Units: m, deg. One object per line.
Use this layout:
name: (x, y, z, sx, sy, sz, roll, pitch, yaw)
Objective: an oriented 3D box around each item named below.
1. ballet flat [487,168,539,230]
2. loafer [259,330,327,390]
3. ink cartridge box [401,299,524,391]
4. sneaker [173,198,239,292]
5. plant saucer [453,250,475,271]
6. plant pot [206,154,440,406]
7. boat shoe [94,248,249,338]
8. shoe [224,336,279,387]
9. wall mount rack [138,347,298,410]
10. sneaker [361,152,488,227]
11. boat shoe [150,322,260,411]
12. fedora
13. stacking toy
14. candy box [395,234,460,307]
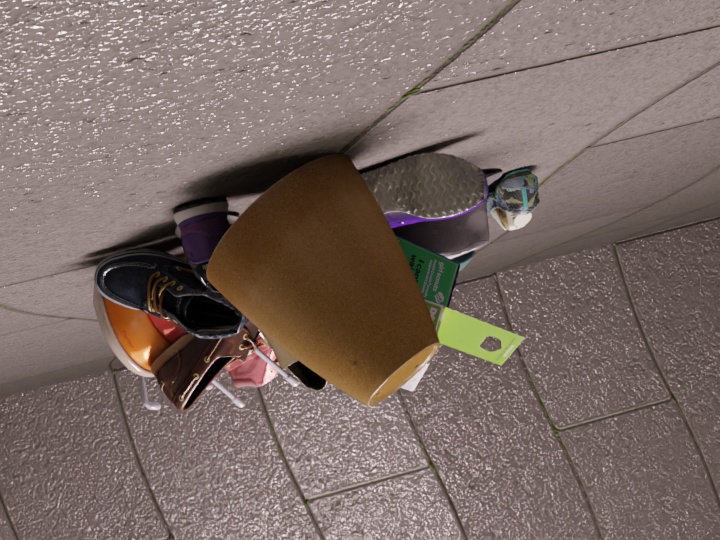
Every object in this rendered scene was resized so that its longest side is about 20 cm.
ballet flat: (0.211, -0.090, 1.611, 0.073, 0.076, 0.200, -14, 175, 1)
loafer: (-0.084, 0.083, 1.464, 0.075, 0.068, 0.200, -24, 134, 21)
ink cartridge box: (0.081, 0.096, 1.377, 0.197, 0.077, 0.148, 19, 161, 1)
sneaker: (-0.162, -0.015, 1.252, 0.074, 0.089, 0.200, -14, 175, -1)
plant saucer: (0.063, -0.018, 1.623, 0.196, 0.037, 0.200, 2, -161, -1)
plant pot: (-0.019, 0.026, 1.123, 0.185, 0.201, 0.187, -37, 166, -11)
boat shoe: (-0.212, 0.025, 1.284, 0.197, 0.072, 0.091, 9, -166, 6)
shoe: (-0.116, 0.092, 1.565, 0.198, 0.092, 0.072, -23, -164, 29)
wall mount rack: (-0.187, 0.137, 1.509, 0.198, 0.076, 0.172, -23, 165, 40)
sneaker: (0.050, -0.084, 1.262, 0.197, 0.071, 0.099, -8, 179, 21)
boat shoe: (-0.157, 0.083, 1.363, 0.200, 0.071, 0.070, -44, 156, 7)
fedora: (0.102, -0.059, 1.505, 0.197, 0.092, 0.176, -12, 174, -26)
stacking toy: (-0.207, 0.028, 1.388, 0.198, 0.148, 0.146, -24, 172, 14)
candy box: (0.000, 0.000, 1.429, 0.197, 0.078, 0.169, 21, 164, -14)
